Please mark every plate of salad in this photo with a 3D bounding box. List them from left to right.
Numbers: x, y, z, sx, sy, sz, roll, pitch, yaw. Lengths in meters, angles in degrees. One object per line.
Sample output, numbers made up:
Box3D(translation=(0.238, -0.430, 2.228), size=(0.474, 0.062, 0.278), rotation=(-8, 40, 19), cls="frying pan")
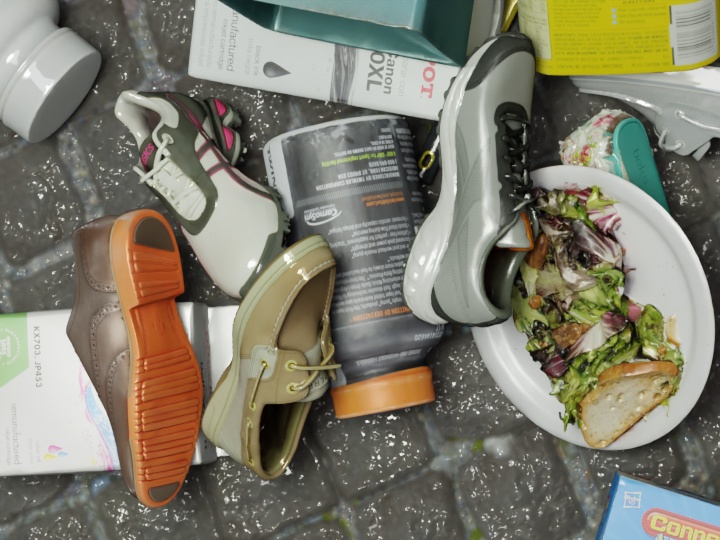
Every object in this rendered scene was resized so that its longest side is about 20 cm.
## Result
Box3D(translation=(0.147, 0.029, 1.424), size=(0.199, 0.048, 0.201), rotation=(15, 114, 36), cls="plate of salad")

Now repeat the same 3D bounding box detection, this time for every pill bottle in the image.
Box3D(translation=(-0.286, -0.183, 1.496), size=(0.200, 0.112, 0.112), rotation=(37, 92, 8), cls="pill bottle")
Box3D(translation=(0.000, 0.000, 1.456), size=(0.106, 0.106, 0.201), rotation=(-11, 86, 6), cls="pill bottle")

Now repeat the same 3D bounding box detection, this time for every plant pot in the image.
Box3D(translation=(0.006, -0.248, 1.327), size=(0.141, 0.141, 0.201), rotation=(12, 89, 15), cls="plant pot")

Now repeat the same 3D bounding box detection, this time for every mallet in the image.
Box3D(translation=(0.097, -0.149, 1.490), size=(0.066, 0.041, 0.201), rotation=(22, 94, 11), cls="mallet")

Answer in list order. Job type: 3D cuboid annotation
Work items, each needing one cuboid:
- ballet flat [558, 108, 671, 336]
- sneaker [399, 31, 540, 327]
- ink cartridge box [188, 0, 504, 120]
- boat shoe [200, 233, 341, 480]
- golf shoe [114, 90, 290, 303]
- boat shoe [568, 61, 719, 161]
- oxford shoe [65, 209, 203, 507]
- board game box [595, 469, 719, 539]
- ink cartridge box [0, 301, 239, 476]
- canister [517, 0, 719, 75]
Box3D(translation=(0.187, -0.013, 1.458), size=(0.064, 0.075, 0.201), rotation=(-11, 96, 44), cls="ballet flat")
Box3D(translation=(0.091, -0.058, 1.392), size=(0.079, 0.074, 0.201), rotation=(14, 94, 38), cls="sneaker")
Box3D(translation=(-0.007, -0.192, 1.450), size=(0.199, 0.083, 0.146), rotation=(11, 103, 16), cls="ink cartridge box")
Box3D(translation=(-0.047, 0.060, 1.393), size=(0.074, 0.200, 0.066), rotation=(-28, 62, -37), cls="boat shoe")
Box3D(translation=(-0.112, -0.051, 1.437), size=(0.077, 0.088, 0.200), rotation=(-55, 39, 23), cls="golf shoe")
Box3D(translation=(0.238, -0.110, 1.457), size=(0.199, 0.072, 0.069), rotation=(10, 101, 5), cls="boat shoe")
Box3D(translation=(-0.158, 0.061, 1.435), size=(0.073, 0.071, 0.201), rotation=(-5, 88, 34), cls="oxford shoe")
Box3D(translation=(0.253, 0.186, 1.371), size=(0.195, 0.200, 0.056), rotation=(16, 88, 7), cls="board game box")
Box3D(translation=(-0.167, 0.083, 1.492), size=(0.199, 0.067, 0.118), rotation=(-5, 86, 6), cls="ink cartridge box")
Box3D(translation=(0.166, -0.233, 1.381), size=(0.148, 0.087, 0.201), rotation=(0, 124, 13), cls="canister")
